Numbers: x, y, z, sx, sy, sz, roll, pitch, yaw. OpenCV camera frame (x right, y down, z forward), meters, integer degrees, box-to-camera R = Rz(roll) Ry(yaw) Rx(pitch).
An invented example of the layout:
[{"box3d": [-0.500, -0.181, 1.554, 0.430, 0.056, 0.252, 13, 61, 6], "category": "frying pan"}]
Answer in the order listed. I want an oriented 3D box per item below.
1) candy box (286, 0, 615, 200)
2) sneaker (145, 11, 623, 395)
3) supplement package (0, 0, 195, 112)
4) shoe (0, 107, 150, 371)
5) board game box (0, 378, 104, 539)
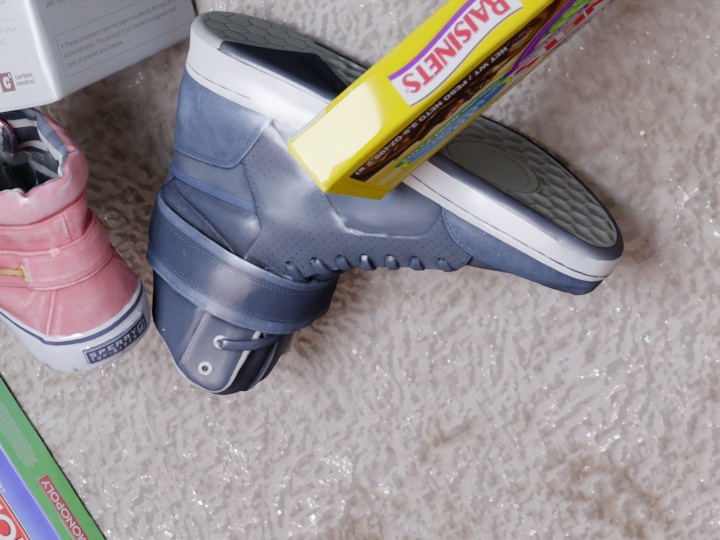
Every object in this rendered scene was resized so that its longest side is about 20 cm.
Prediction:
[{"box3d": [0.066, -0.097, 0.644, 0.200, 0.102, 0.026, -40, 85, 9], "category": "candy box"}, {"box3d": [0.000, -0.001, 0.767, 0.201, 0.077, 0.147, 28, 113, 22], "category": "sneaker"}, {"box3d": [-0.164, -0.172, 0.767, 0.116, 0.117, 0.202, -5, 106, 29], "category": "supplement package"}, {"box3d": [-0.167, -0.034, 0.812, 0.200, 0.071, 0.092, 28, 143, 45], "category": "shoe"}, {"box3d": [-0.194, 0.146, 0.961, 0.134, 0.029, 0.201, -30, 94, 34], "category": "board game box"}]
